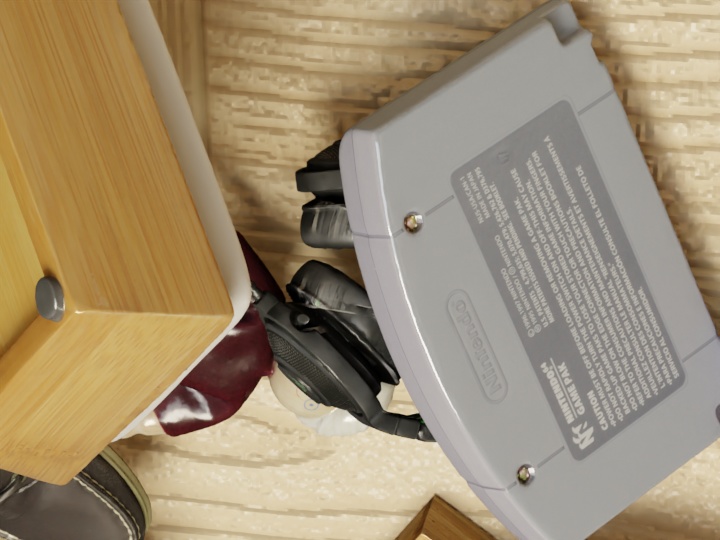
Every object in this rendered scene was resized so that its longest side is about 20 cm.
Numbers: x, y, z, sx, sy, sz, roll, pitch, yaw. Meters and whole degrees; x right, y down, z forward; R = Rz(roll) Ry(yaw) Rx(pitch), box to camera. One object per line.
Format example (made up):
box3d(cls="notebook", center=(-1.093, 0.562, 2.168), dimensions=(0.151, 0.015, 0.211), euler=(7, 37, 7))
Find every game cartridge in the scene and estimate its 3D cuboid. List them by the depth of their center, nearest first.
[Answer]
box3d(cls="game cartridge", center=(0.071, 0.007, 1.177), dimensions=(0.040, 0.133, 0.201), euler=(3, 122, 56))

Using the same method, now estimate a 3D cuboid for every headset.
box3d(cls="headset", center=(0.000, 0.000, 1.181), dimensions=(0.199, 0.094, 0.124), euler=(16, 89, -15))

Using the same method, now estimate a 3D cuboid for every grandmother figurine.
box3d(cls="grandmother figurine", center=(-0.081, 0.027, 1.242), dimensions=(0.199, 0.061, 0.122), euler=(16, 129, -9))

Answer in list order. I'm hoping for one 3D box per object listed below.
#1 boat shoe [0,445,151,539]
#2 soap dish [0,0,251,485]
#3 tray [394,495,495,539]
box3d(cls="boat shoe", center=(-0.178, 0.081, 1.238), dimensions=(0.200, 0.065, 0.073), euler=(33, 117, -20))
box3d(cls="soap dish", center=(-0.131, -0.034, 1.114), dimensions=(0.157, 0.081, 0.201), euler=(-43, 63, 50))
box3d(cls="tray", center=(0.082, 0.202, 1.324), dimensions=(0.200, 0.037, 0.099), euler=(36, 119, -7))
